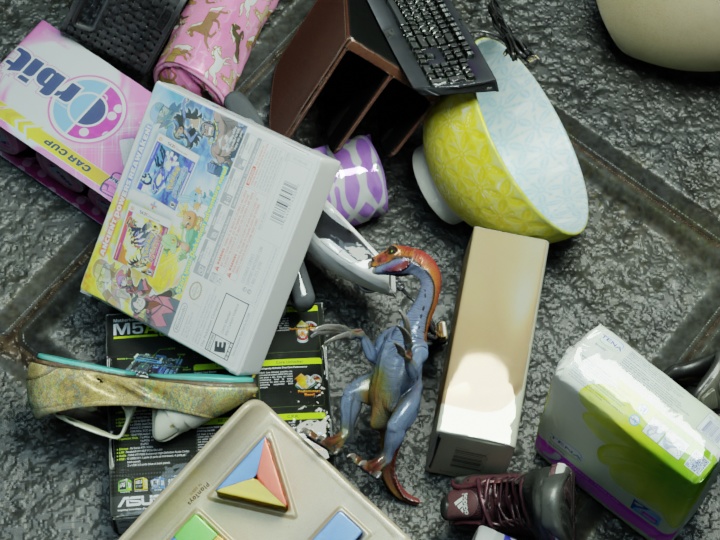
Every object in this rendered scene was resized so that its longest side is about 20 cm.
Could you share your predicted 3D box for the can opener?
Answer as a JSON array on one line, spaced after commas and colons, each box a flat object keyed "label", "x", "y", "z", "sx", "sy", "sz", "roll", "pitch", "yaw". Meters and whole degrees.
[{"label": "can opener", "x": -0.090, "y": -0.059, "z": 1.688, "sx": 0.053, "sy": 0.067, "sz": 0.201, "roll": -16, "pitch": 74, "yaw": -9}]

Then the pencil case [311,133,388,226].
[{"label": "pencil case", "x": -0.073, "y": -0.067, "z": 1.773, "sx": 0.199, "sy": 0.084, "sz": 0.086, "roll": -13, "pitch": 38, "yaw": -11}]

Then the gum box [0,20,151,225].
[{"label": "gum box", "x": -0.253, "y": -0.128, "z": 1.795, "sx": 0.199, "sy": 0.066, "sz": 0.114, "roll": 34, "pitch": 66, "yaw": 13}]

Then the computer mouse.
[{"label": "computer mouse", "x": 0.000, "y": 0.000, "z": 1.703, "sx": 0.044, "sy": 0.110, "sz": 0.200, "roll": -44, "pitch": 87, "yaw": 0}]

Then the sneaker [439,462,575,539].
[{"label": "sneaker", "x": 0.121, "y": 0.200, "z": 1.599, "sx": 0.115, "sy": 0.200, "sz": 0.076, "roll": 0, "pitch": 81, "yaw": 7}]

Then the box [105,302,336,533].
[{"label": "box", "x": -0.123, "y": 0.127, "z": 1.693, "sx": 0.198, "sy": 0.048, "sz": 0.194, "roll": -4, "pitch": 62, "yaw": -4}]

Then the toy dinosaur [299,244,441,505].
[{"label": "toy dinosaur", "x": 0.023, "y": 0.077, "z": 1.637, "sx": 0.105, "sy": 0.200, "sz": 0.182, "roll": 26, "pitch": 80, "yaw": 30}]

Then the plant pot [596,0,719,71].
[{"label": "plant pot", "x": 0.302, "y": -0.273, "z": 1.848, "sx": 0.134, "sy": 0.200, "sz": 0.202, "roll": -21, "pitch": 61, "yaw": 27}]

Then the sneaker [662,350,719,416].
[{"label": "sneaker", "x": 0.341, "y": 0.131, "z": 1.680, "sx": 0.198, "sy": 0.114, "sz": 0.077, "roll": 18, "pitch": 66, "yaw": 3}]

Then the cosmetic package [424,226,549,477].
[{"label": "cosmetic package", "x": 0.111, "y": 0.075, "z": 1.699, "sx": 0.071, "sy": 0.105, "sz": 0.201, "roll": 11, "pitch": 63, "yaw": 1}]

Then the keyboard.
[{"label": "keyboard", "x": 0.083, "y": -0.216, "z": 1.714, "sx": 0.126, "sy": 0.021, "sz": 0.200, "roll": -5, "pitch": 38, "yaw": -15}]

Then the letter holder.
[{"label": "letter holder", "x": -0.010, "y": -0.173, "z": 1.780, "sx": 0.100, "sy": 0.142, "sz": 0.200, "roll": 30, "pitch": 24, "yaw": -17}]

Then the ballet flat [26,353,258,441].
[{"label": "ballet flat", "x": -0.187, "y": 0.113, "z": 1.644, "sx": 0.198, "sy": 0.071, "sz": 0.071, "roll": 6, "pitch": 64, "yaw": 2}]

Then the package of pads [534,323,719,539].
[{"label": "package of pads", "x": 0.226, "y": 0.140, "z": 1.619, "sx": 0.154, "sy": 0.200, "sz": 0.068, "roll": 39, "pitch": 70, "yaw": 15}]

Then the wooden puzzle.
[{"label": "wooden puzzle", "x": -0.078, "y": 0.236, "z": 1.607, "sx": 0.200, "sy": 0.046, "sz": 0.185, "roll": 42, "pitch": 80, "yaw": 5}]

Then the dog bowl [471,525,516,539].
[{"label": "dog bowl", "x": 0.093, "y": 0.310, "z": 1.530, "sx": 0.078, "sy": 0.200, "sz": 0.201, "roll": 22, "pitch": 65, "yaw": 4}]

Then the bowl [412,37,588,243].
[{"label": "bowl", "x": 0.112, "y": -0.101, "z": 1.763, "sx": 0.107, "sy": 0.200, "sz": 0.201, "roll": -26, "pitch": 63, "yaw": 25}]

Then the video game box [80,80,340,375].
[{"label": "video game box", "x": -0.132, "y": -0.037, "z": 1.662, "sx": 0.181, "sy": 0.047, "sz": 0.201, "roll": 26, "pitch": 100, "yaw": 23}]

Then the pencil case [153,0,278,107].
[{"label": "pencil case", "x": -0.126, "y": -0.243, "z": 1.847, "sx": 0.082, "sy": 0.087, "sz": 0.201, "roll": 24, "pitch": 64, "yaw": -3}]

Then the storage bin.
[{"label": "storage bin", "x": -0.191, "y": -0.300, "z": 1.815, "sx": 0.093, "sy": 0.135, "sz": 0.201, "roll": 28, "pitch": 52, "yaw": -10}]
